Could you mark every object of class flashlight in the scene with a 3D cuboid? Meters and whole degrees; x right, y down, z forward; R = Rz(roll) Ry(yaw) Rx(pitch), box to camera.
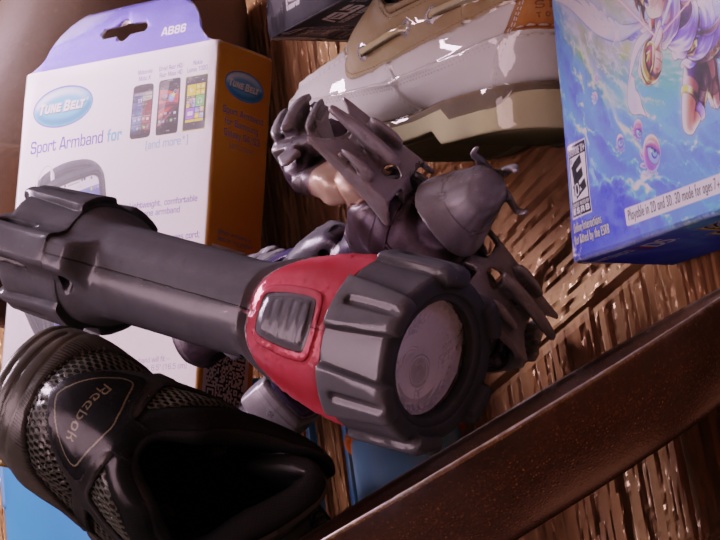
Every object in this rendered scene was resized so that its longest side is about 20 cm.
[{"bbox_3d":[-0.044,0.012,0.924,0.200,0.068,0.068,14,131,42],"label":"flashlight"}]

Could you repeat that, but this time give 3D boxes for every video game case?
[{"bbox_3d":[0.117,-0.105,0.797,0.200,0.045,0.182,157,112,-68],"label":"video game case"}]

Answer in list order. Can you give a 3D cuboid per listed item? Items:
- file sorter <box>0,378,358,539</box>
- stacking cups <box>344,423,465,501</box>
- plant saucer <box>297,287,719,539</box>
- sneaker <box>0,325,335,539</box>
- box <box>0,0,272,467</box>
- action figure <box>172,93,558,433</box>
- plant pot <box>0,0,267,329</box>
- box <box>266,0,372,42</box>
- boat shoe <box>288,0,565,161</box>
[{"bbox_3d":[-0.088,0.127,1.229,0.200,0.122,0.139,138,128,-62],"label":"file sorter"},{"bbox_3d":[0.020,0.083,1.035,0.061,0.060,0.201,124,141,-56],"label":"stacking cups"},{"bbox_3d":[0.047,0.063,0.814,0.032,0.200,0.200,58,154,3],"label":"plant saucer"},{"bbox_3d":[-0.044,0.100,0.946,0.114,0.199,0.076,27,75,41],"label":"sneaker"},{"bbox_3d":[-0.097,-0.015,1.110,0.119,0.041,0.201,-6,74,38],"label":"box"},{"bbox_3d":[0.000,0.000,0.970,0.130,0.069,0.200,54,140,-1],"label":"action figure"},{"bbox_3d":[-0.130,-0.067,1.280,0.200,0.200,0.175,147,137,-65],"label":"plant pot"},{"bbox_3d":[0.013,-0.188,1.055,0.200,0.050,0.158,167,102,-68],"label":"box"},{"bbox_3d":[0.033,-0.079,0.988,0.200,0.074,0.069,-4,86,58],"label":"boat shoe"}]
